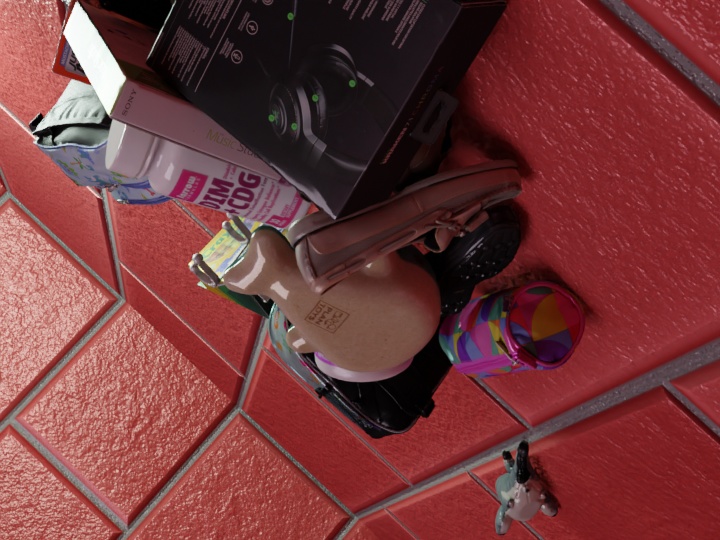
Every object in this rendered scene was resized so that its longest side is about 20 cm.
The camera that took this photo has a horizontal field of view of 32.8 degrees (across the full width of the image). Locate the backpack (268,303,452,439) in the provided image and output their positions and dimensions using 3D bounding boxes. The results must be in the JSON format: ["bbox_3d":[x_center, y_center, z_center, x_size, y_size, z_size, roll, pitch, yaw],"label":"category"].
[{"bbox_3d":[0.000,0.066,1.363,0.199,0.178,0.150,40,162,-13],"label":"backpack"}]

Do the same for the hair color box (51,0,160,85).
[{"bbox_3d":[-0.174,-0.193,1.116,0.197,0.065,0.111,16,-157,-16],"label":"hair color box"}]

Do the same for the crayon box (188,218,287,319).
[{"bbox_3d":[-0.135,-0.020,1.554,0.199,0.126,0.052,19,152,54],"label":"crayon box"}]

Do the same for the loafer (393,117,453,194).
[{"bbox_3d":[0.050,-0.101,1.024,0.074,0.070,0.200,62,-178,4],"label":"loafer"}]

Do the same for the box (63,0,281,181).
[{"bbox_3d":[-0.145,-0.143,0.956,0.143,0.037,0.200,19,-163,-31],"label":"box"}]

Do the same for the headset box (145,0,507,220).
[{"bbox_3d":[-0.021,-0.161,0.848,0.199,0.175,0.093,38,-154,14],"label":"headset box"}]

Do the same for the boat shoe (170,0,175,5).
[{"bbox_3d":[-0.140,-0.283,1.085,0.200,0.071,0.064,131,135,-79],"label":"boat shoe"}]

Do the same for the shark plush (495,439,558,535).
[{"bbox_3d":[0.200,0.281,1.628,0.201,0.090,0.084,62,-175,-58],"label":"shark plush"}]

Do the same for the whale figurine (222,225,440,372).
[{"bbox_3d":[-0.022,0.008,1.096,0.198,0.105,0.159,22,130,-22],"label":"whale figurine"}]

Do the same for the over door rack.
[{"bbox_3d":[-0.121,-0.047,1.425,0.067,0.148,0.199,43,165,-23],"label":"over door rack"}]

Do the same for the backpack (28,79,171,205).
[{"bbox_3d":[-0.237,-0.168,1.348,0.199,0.184,0.147,8,151,50],"label":"backpack"}]

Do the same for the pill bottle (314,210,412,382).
[{"bbox_3d":[0.000,0.000,1.215,0.104,0.103,0.203,21,120,51],"label":"pill bottle"}]

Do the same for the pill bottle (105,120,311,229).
[{"bbox_3d":[-0.145,-0.119,1.215,0.197,0.115,0.113,15,173,-21],"label":"pill bottle"}]

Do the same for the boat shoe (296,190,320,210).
[{"bbox_3d":[-0.045,-0.106,1.032,0.071,0.076,0.201,23,156,30],"label":"boat shoe"}]

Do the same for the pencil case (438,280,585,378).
[{"bbox_3d":[0.141,0.060,1.181,0.088,0.089,0.200,44,165,-4],"label":"pencil case"}]

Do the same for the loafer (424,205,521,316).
[{"bbox_3d":[0.091,-0.017,1.140,0.201,0.067,0.071,126,132,-63],"label":"loafer"}]

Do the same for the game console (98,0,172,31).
[{"bbox_3d":[-0.185,-0.321,0.999,0.202,0.117,0.172,68,-163,8],"label":"game console"}]

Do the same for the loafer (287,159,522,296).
[{"bbox_3d":[0.042,-0.033,0.988,0.072,0.197,0.064,103,149,-75],"label":"loafer"}]
